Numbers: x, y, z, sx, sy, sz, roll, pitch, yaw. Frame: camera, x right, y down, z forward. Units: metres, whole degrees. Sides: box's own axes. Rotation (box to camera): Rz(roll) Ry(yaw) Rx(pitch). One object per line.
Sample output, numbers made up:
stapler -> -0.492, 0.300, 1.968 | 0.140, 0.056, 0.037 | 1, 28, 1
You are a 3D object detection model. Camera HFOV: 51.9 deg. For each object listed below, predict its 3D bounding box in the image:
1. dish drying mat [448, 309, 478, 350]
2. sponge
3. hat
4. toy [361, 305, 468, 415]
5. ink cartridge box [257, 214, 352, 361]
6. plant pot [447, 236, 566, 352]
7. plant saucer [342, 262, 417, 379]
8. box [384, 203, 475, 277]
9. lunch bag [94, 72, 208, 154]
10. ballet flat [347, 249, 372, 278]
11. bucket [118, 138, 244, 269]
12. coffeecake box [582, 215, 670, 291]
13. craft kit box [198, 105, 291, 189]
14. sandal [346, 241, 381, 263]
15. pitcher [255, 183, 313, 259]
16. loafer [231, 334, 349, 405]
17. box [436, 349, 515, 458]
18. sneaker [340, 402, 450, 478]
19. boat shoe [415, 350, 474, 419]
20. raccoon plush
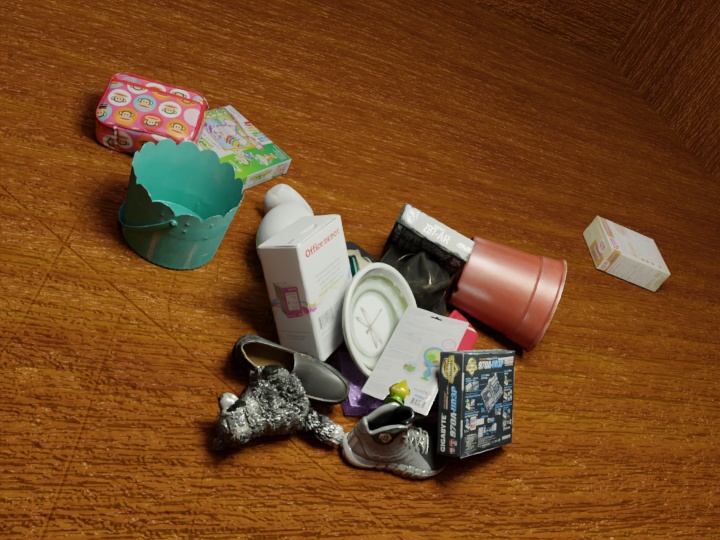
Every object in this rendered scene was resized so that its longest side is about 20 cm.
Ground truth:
dish drying mat -> 0.178, 0.143, 1.414 | 0.077, 0.018, 0.200 | 50, 30, -3
sponge -> 0.052, 0.202, 1.264 | 0.196, 0.030, 0.113 | 12, 40, -27
hat -> 0.124, 0.023, 1.427 | 0.199, 0.080, 0.204 | 33, 39, -31
toy -> 0.093, 0.154, 1.223 | 0.113, 0.048, 0.201 | 15, 45, 21
ink cartridge box -> -0.080, 0.025, 1.225 | 0.083, 0.204, 0.144 | 2, 23, 28
plant pot -> 0.291, 0.035, 1.516 | 0.192, 0.203, 0.202 | 23, 35, 2
plant saucer -> 0.025, 0.091, 1.259 | 0.198, 0.050, 0.205 | 12, 74, -48
box -> 0.135, -0.052, 1.494 | 0.158, 0.200, 0.044 | 29, 77, 2
lunch bag -> -0.401, -0.303, 1.439 | 0.195, 0.083, 0.179 | 13, 51, -8
ballet flat -> 0.000, 0.000, 1.370 | 0.068, 0.071, 0.200 | 18, 11, -18
bucket -> -0.312, -0.112, 1.272 | 0.203, 0.136, 0.209 | 21, 36, -16
coffeecake box -> 0.725, -0.046, 2.021 | 0.196, 0.074, 0.155 | 20, 37, -16
craft kit box -> -0.276, -0.256, 1.551 | 0.199, 0.049, 0.197 | 41, 39, 12
sandal -> 0.042, 0.005, 1.477 | 0.198, 0.043, 0.076 | 34, 35, 3
pitcher -> -0.114, -0.058, 1.386 | 0.170, 0.122, 0.201 | 33, 22, -20
loafer -> -0.107, 0.158, 1.144 | 0.196, 0.072, 0.074 | 20, 79, -6
box -> 0.195, 0.214, 1.222 | 0.045, 0.163, 0.198 | 1, -3, 36
sneaker -> 0.076, 0.258, 1.141 | 0.196, 0.116, 0.076 | 10, 40, -27
boat shoe -> 0.138, 0.188, 1.261 | 0.199, 0.061, 0.072 | -22, 67, -44
raccoon plush -> -0.117, 0.228, 1.063 | 0.197, 0.097, 0.135 | 29, 43, -4
